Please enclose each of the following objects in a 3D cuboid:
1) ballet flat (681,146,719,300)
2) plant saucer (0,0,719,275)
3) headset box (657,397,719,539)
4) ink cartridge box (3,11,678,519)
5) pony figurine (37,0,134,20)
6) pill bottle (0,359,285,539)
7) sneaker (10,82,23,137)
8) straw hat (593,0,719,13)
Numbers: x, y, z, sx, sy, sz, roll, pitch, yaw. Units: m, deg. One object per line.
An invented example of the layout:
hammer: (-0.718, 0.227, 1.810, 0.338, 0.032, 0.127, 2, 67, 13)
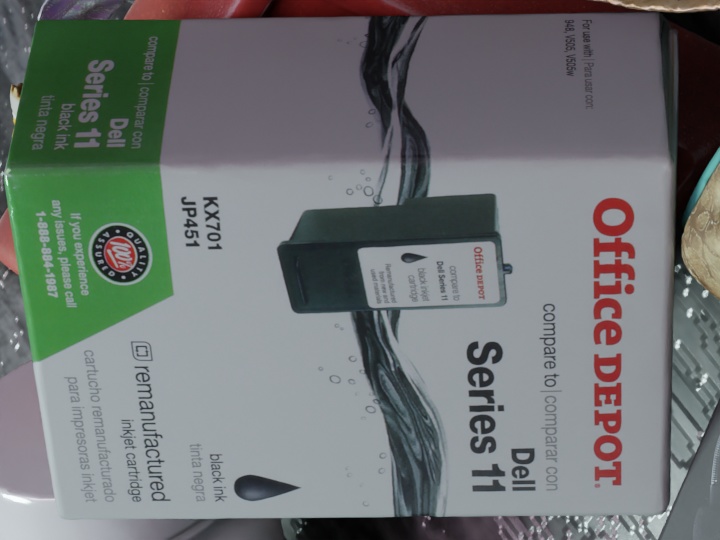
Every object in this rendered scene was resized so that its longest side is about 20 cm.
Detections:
ballet flat: (0.143, -0.048, 0.792, 0.065, 0.070, 0.200, 55, 153, 28)
plant saucer: (0.004, -0.024, 0.971, 0.200, 0.199, 0.037, -54, 20, 33)
headset box: (0.166, 0.111, 0.903, 0.149, 0.075, 0.200, 37, 119, 35)
ink cartridge box: (0.000, 0.000, 0.914, 0.199, 0.083, 0.147, -1, 128, 4)
pony figurine: (-0.079, -0.157, 1.020, 0.193, 0.166, 0.200, -53, 46, 10)
pill bottle: (-0.078, 0.132, 1.064, 0.113, 0.113, 0.200, 21, 134, 40)
sneaker: (-0.072, -0.010, 1.110, 0.200, 0.075, 0.090, 34, 126, 54)
straw hat: (0.106, -0.171, 0.912, 0.201, 0.085, 0.202, 1, 92, 27)
